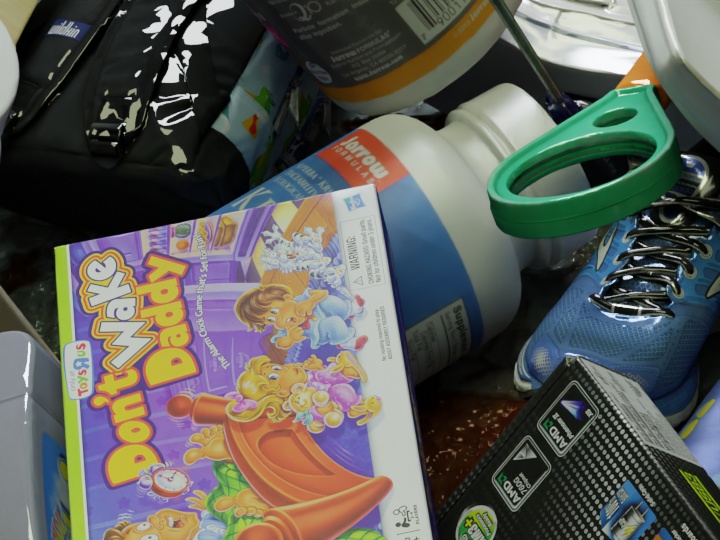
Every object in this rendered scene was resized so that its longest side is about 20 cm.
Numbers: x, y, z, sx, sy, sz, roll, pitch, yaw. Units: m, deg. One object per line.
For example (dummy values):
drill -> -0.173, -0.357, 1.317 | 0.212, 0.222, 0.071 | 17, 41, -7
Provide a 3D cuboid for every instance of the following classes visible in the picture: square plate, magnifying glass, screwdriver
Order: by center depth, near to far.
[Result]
magnifying glass -> 0.112, -0.064, 1.093 | 0.079, 0.022, 0.200 | -7, 21, 28
square plate -> 0.170, -0.082, 1.102 | 0.028, 0.198, 0.200 | -37, 33, 21
screwdriver -> 0.078, -0.082, 1.129 | 0.029, 0.200, 0.028 | -24, 59, 16

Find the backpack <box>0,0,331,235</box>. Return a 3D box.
backpack -> -0.083, -0.109, 1.248 | 0.163, 0.154, 0.200 | 6, 67, 31

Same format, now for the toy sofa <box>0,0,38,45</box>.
toy sofa -> -0.241, -0.100, 1.239 | 0.200, 0.083, 0.098 | -25, 34, 52

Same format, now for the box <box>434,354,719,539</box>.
box -> 0.077, 0.165, 0.934 | 0.193, 0.047, 0.200 | -49, 46, 17

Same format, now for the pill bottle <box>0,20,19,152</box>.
pill bottle -> -0.225, -0.037, 1.129 | 0.114, 0.200, 0.114 | 14, 52, -18

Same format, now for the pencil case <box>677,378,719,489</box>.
pencil case -> 0.163, 0.086, 1.027 | 0.087, 0.078, 0.200 | 18, 55, 35

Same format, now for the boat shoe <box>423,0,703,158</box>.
boat shoe -> 0.099, -0.104, 1.234 | 0.200, 0.074, 0.065 | 20, 51, 18

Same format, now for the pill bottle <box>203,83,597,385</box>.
pill bottle -> 0.000, 0.000, 1.130 | 0.200, 0.112, 0.112 | -32, 48, -13

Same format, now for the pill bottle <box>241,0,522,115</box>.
pill bottle -> -0.023, -0.173, 1.129 | 0.116, 0.200, 0.116 | -31, 30, 21

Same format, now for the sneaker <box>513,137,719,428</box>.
sneaker -> 0.122, -0.003, 1.071 | 0.078, 0.089, 0.200 | 16, 33, 19

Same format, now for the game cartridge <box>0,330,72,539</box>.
game cartridge -> -0.112, 0.128, 1.008 | 0.040, 0.133, 0.200 | -21, 56, 16

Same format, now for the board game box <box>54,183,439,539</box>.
board game box -> -0.044, 0.069, 0.988 | 0.134, 0.045, 0.200 | -12, 52, 3

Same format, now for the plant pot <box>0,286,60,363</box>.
plant pot -> -0.221, 0.112, 1.049 | 0.177, 0.200, 0.200 | -20, 45, 13
